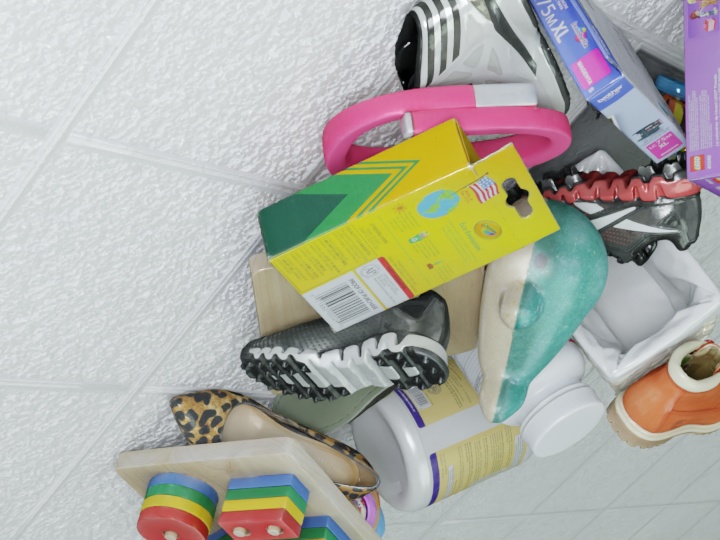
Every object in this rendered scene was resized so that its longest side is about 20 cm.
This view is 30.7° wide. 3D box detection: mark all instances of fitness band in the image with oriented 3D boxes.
[{"bbox_3d":[0.069,-0.103,1.034,0.198,0.038,0.144,-4,166,-14],"label":"fitness band"}]

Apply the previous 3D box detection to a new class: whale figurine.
[{"bbox_3d":[0.158,0.038,1.156,0.159,0.103,0.202,-2,103,-81],"label":"whale figurine"}]

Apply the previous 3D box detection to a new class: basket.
[{"bbox_3d":[0.249,0.008,1.301,0.135,0.201,0.123,-35,157,3],"label":"basket"}]

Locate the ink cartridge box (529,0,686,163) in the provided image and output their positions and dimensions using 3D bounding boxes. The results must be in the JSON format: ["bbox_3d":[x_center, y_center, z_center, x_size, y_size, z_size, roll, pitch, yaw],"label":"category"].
[{"bbox_3d":[0.195,-0.169,1.057,0.042,0.120,0.200,-33,153,18],"label":"ink cartridge box"}]

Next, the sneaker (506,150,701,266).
[{"bbox_3d":[0.224,-0.049,1.208,0.199,0.099,0.071,-4,-164,33],"label":"sneaker"}]

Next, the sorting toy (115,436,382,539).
[{"bbox_3d":[-0.110,0.249,1.257,0.197,0.070,0.200,-9,138,27],"label":"sorting toy"}]

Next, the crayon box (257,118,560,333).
[{"bbox_3d":[0.039,-0.037,0.995,0.199,0.051,0.127,-24,144,12],"label":"crayon box"}]

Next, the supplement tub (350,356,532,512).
[{"bbox_3d":[0.105,0.162,1.425,0.199,0.146,0.146,-19,147,-24],"label":"supplement tub"}]

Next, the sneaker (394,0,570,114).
[{"bbox_3d":[0.089,-0.165,1.029,0.115,0.076,0.201,-27,149,11],"label":"sneaker"}]

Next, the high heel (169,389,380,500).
[{"bbox_3d":[-0.076,0.162,1.236,0.200,0.142,0.072,36,67,-44],"label":"high heel"}]

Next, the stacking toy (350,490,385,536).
[{"bbox_3d":[-0.022,0.256,1.400,0.109,0.117,0.200,-26,176,-10],"label":"stacking toy"}]

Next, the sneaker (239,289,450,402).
[{"bbox_3d":[-0.008,0.056,1.090,0.199,0.091,0.067,-7,138,31],"label":"sneaker"}]

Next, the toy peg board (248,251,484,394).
[{"bbox_3d":[0.000,0.000,1.162,0.198,0.098,0.201,-12,145,-7],"label":"toy peg board"}]

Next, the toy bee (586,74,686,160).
[{"bbox_3d":[0.305,-0.128,1.223,0.199,0.108,0.132,-23,134,-38],"label":"toy bee"}]

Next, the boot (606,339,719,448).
[{"bbox_3d":[0.337,0.108,1.285,0.199,0.075,0.107,-13,147,-45],"label":"boot"}]

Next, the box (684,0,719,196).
[{"bbox_3d":[0.326,-0.158,1.124,0.039,0.202,0.136,-9,163,40],"label":"box"}]

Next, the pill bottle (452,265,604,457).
[{"bbox_3d":[0.151,0.080,1.295,0.108,0.201,0.109,-25,150,-16],"label":"pill bottle"}]

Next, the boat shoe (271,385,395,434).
[{"bbox_3d":[-0.001,0.106,1.306,0.201,0.072,0.060,-34,168,25],"label":"boat shoe"}]
